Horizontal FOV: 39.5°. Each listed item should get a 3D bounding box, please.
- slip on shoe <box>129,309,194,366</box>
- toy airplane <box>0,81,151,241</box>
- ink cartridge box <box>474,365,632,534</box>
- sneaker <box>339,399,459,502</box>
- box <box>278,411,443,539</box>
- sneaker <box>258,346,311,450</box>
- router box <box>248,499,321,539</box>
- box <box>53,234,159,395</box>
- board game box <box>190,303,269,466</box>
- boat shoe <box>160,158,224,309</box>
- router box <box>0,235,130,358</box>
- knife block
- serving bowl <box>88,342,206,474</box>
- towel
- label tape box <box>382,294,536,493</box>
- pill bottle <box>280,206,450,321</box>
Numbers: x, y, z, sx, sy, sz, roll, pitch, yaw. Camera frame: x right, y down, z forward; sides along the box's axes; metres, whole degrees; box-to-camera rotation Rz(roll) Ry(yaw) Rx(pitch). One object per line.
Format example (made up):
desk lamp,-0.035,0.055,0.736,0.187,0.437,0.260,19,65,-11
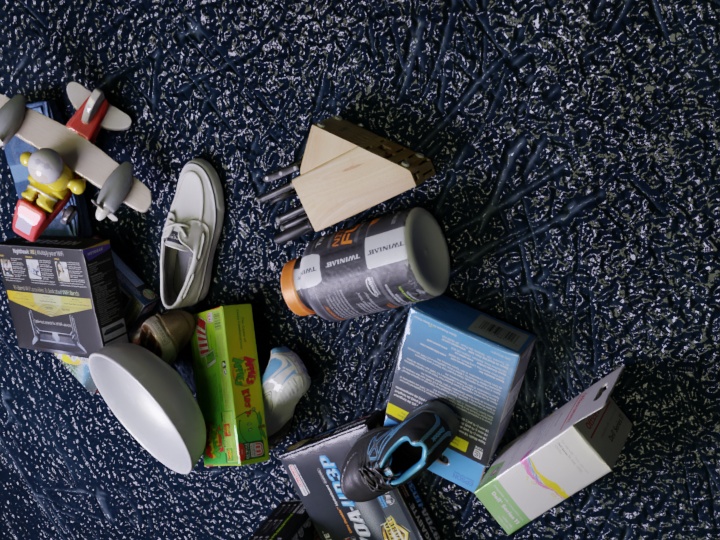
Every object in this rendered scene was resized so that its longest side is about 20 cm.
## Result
slip on shoe,-0.278,0.099,1.391,0.077,0.060,0.200,55,152,6
toy airplane,-0.389,-0.151,1.316,0.196,0.141,0.203,-12,99,4
ink cartridge box,0.233,0.203,1.134,0.068,0.117,0.200,49,123,3
sneaker,0.030,0.227,1.202,0.073,0.082,0.200,46,126,2
box,0.001,0.305,1.337,0.157,0.046,0.203,-24,95,32
sneaker,-0.127,0.184,1.361,0.073,0.071,0.201,58,132,33
router box,-0.104,0.424,1.343,0.061,0.200,0.153,-7,104,25
box,-0.390,0.067,1.473,0.136,0.038,0.201,43,122,10
board game box,-0.176,0.153,1.327,0.101,0.047,0.204,-15,80,53
boat shoe,-0.232,-0.045,1.328,0.071,0.065,0.204,22,112,21
router box,-0.419,0.035,1.410,0.197,0.052,0.161,4,110,35
knife block,-0.026,-0.084,1.208,0.197,0.064,0.178,26,118,18
serving bowl,-0.269,0.170,1.322,0.199,0.066,0.202,34,148,24
towel,-0.454,-0.135,1.432,0.110,0.048,0.204,-6,104,31
label tape box,0.113,0.146,1.211,0.142,0.063,0.203,24,120,20
pill bottle,0.000,0.000,1.197,0.197,0.106,0.108,-15,100,31
